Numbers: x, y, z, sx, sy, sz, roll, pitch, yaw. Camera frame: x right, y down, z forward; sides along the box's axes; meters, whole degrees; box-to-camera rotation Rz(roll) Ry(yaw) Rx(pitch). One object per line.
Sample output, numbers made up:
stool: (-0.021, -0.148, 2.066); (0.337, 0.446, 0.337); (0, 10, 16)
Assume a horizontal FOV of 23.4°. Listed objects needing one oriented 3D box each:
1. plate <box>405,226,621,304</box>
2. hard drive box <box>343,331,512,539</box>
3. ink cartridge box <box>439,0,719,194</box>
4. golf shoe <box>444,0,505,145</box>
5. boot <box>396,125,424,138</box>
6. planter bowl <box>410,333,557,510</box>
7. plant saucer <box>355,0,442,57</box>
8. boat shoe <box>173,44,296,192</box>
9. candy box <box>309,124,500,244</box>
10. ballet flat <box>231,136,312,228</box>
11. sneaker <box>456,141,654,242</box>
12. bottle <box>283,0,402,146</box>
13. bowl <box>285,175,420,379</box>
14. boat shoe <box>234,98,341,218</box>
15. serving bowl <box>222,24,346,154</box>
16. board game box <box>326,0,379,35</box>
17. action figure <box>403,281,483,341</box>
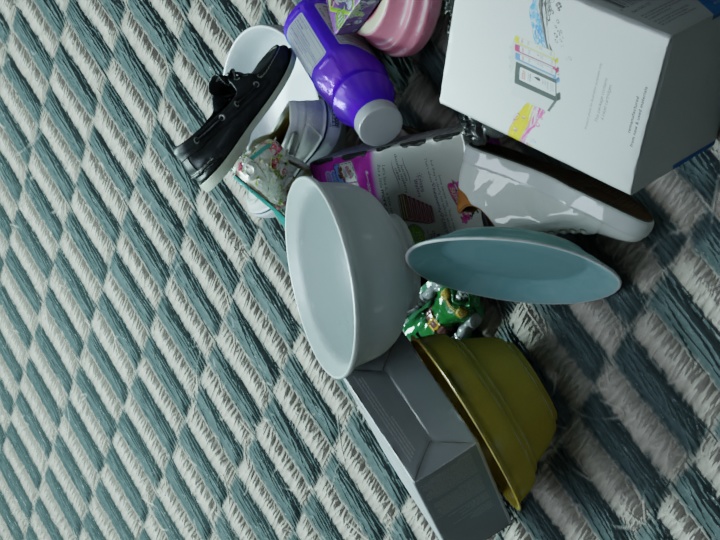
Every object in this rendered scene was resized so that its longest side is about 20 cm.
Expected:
plate: (0.141, -0.008, 1.599); (0.200, 0.200, 0.026); (-16, 60, 55)
hard drive box: (0.068, 0.179, 1.756); (0.156, 0.077, 0.200); (56, 174, 33)
ink cartridge box: (0.192, -0.184, 1.444); (0.200, 0.147, 0.145); (29, 127, 28)
golf shoe: (0.130, -0.207, 1.641); (0.078, 0.094, 0.200); (76, -175, -59)
boot: (0.010, -0.087, 1.847); (0.186, 0.064, 0.200); (30, 130, 30)
planter bowl: (0.135, 0.128, 1.701); (0.201, 0.083, 0.200); (58, 175, 8)
plant saucer: (0.020, -0.312, 1.729); (0.200, 0.051, 0.201); (173, 90, -67)
boat shoe: (-0.133, -0.173, 1.796); (0.066, 0.200, 0.074); (38, 152, -14)
candy box: (0.057, -0.066, 1.736); (0.200, 0.061, 0.137); (-7, 104, 40)
ballet flat: (-0.065, -0.075, 1.795); (0.076, 0.064, 0.200); (37, 175, 28)
sneaker: (0.176, -0.050, 1.594); (0.200, 0.073, 0.085); (24, 108, 33)
bottle: (-0.014, -0.201, 1.765); (0.065, 0.083, 0.200); (-48, 43, 18)
bowl: (0.000, 0.000, 1.684); (0.201, 0.090, 0.202); (170, 90, -72)
boat shoe: (-0.098, -0.119, 1.837); (0.202, 0.086, 0.075); (138, 134, -55)
serving bowl: (-0.075, -0.177, 1.933); (0.200, 0.066, 0.201); (23, 119, 49)
board game box: (0.003, -0.323, 1.666); (0.200, 0.032, 0.120); (137, 126, -64)
action figure: (0.073, 0.062, 1.811); (0.118, 0.055, 0.200); (46, 136, 7)
